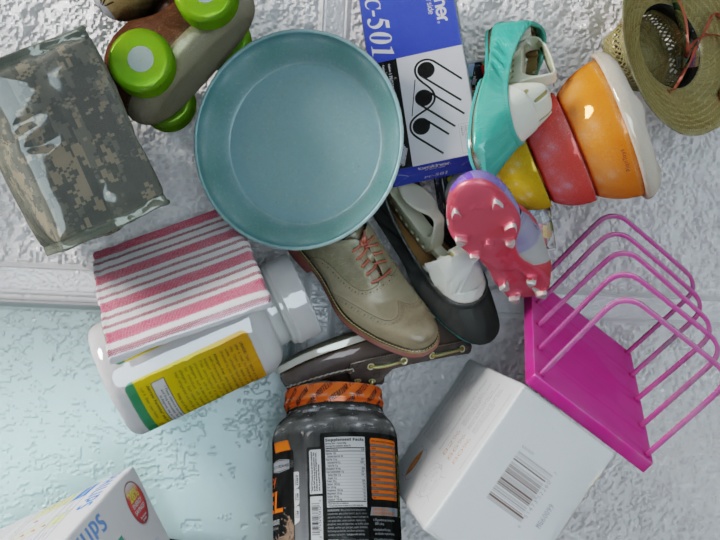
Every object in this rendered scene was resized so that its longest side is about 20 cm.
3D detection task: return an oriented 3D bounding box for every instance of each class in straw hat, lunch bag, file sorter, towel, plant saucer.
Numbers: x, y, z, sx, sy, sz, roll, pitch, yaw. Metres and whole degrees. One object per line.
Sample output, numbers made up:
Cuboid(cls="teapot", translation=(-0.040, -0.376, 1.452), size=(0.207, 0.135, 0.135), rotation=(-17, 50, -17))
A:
Cuboid(cls="straw hat", translation=(0.294, -0.220, 1.055), size=(0.200, 0.085, 0.203), rotation=(3, 85, -37))
Cuboid(cls="lunch bag", translation=(-0.263, -0.104, 0.929), size=(0.117, 0.200, 0.165), rotation=(-27, 100, -21))
Cuboid(cls="file sorter", translation=(0.246, 0.054, 0.984), size=(0.139, 0.200, 0.126), rotation=(37, 114, -9))
Cuboid(cls="towel", translation=(-0.164, 0.010, 0.949), size=(0.145, 0.200, 0.030), rotation=(-20, 121, -7))
Cuboid(cls="plant saucer", translation=(-0.055, -0.118, 0.967), size=(0.198, 0.036, 0.202), rotation=(0, 88, 13))

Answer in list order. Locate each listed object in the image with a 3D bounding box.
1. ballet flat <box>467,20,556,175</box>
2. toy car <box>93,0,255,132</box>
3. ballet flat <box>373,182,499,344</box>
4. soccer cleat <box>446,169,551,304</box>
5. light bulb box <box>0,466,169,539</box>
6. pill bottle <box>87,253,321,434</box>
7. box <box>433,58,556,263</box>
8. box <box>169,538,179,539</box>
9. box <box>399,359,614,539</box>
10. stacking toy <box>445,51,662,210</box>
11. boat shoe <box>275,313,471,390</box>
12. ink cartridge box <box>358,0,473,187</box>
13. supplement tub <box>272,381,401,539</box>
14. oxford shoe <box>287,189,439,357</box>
Cuboid(cls="ballet flat", translation=(0.143, -0.166, 0.961), size=(0.070, 0.201, 0.068), rotation=(-9, 134, 24))
Cuboid(cls="toy car", translation=(-0.211, -0.248, 0.954), size=(0.200, 0.164, 0.158), rotation=(42, 86, 2))
Cuboid(cls="ballet flat", translation=(0.070, -0.019, 1.009), size=(0.068, 0.068, 0.200), rotation=(-30, 76, -25))
Cuboid(cls="soccer cleat", translation=(0.127, -0.041, 0.957), size=(0.066, 0.200, 0.077), rotation=(-13, 56, 22))
Cuboid(cls="light bulb box", translation=(-0.284, 0.294, 0.913), size=(0.199, 0.198, 0.126), rotation=(-25, 96, 10))
Cuboid(cls="pill bottle", translation=(-0.143, 0.063, 0.991), size=(0.199, 0.113, 0.113), rotation=(-26, 95, -7))
Cuboid(cls="box", translation=(0.127, -0.110, 1.063), size=(0.109, 0.035, 0.202), rotation=(-11, 93, -8))
Cuboid(cls="box", translation=(-0.135, 0.378, 1.034), size=(0.160, 0.049, 0.202), rotation=(10, 90, -6))
Cuboid(cls="box", translation=(0.124, 0.184, 0.989), size=(0.106, 0.200, 0.153), rotation=(36, 87, -7))
Cuboid(cls="stacking toy", translation=(0.172, -0.108, 1.003), size=(0.199, 0.146, 0.147), rotation=(-21, 95, 10))
Cuboid(cls="boat shoe", translation=(0.015, 0.084, 1.037), size=(0.199, 0.072, 0.060), rotation=(-19, 91, -13))
Cuboid(cls="ink cartridge box", translation=(0.056, -0.188, 1.003), size=(0.093, 0.044, 0.202), rotation=(-11, 73, 9))
Cuboid(cls="supplement tub", translation=(-0.023, 0.213, 0.992), size=(0.121, 0.123, 0.202), rotation=(1, 72, -8))
Cuboid(cls="oxford shoe", translation=(0.000, 0.000, 0.991), size=(0.200, 0.075, 0.070), rotation=(42, 58, 15))
